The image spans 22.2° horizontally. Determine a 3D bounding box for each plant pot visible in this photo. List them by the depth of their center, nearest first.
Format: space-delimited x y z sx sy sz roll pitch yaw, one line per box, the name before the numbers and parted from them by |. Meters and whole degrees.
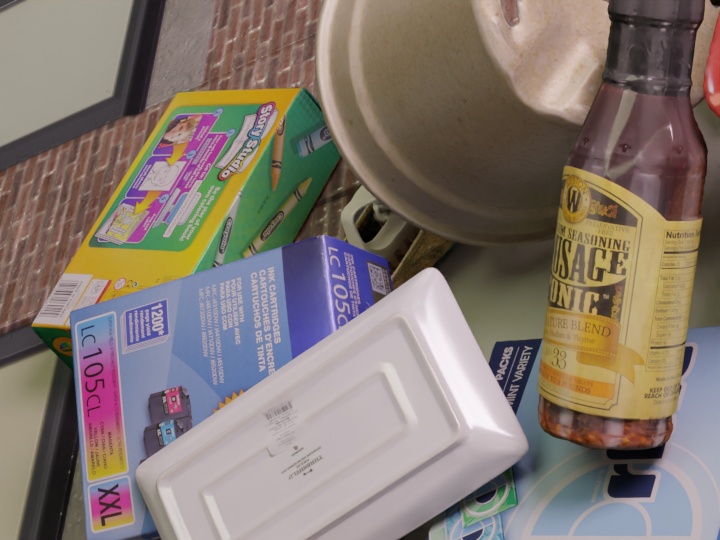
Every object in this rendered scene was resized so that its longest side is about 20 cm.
plant pot | 0.092 -0.120 0.914 0.201 0.200 0.183 -50 6 -12

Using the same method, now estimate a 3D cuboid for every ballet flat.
ballet flat | 0.000 0.000 1.038 0.071 0.071 0.200 22 68 49

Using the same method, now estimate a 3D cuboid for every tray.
tray | -0.023 0.092 0.889 0.200 0.022 0.108 -35 65 19

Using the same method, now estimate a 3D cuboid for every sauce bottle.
sauce bottle | 0.117 -0.024 0.802 0.066 0.066 0.201 14 104 47

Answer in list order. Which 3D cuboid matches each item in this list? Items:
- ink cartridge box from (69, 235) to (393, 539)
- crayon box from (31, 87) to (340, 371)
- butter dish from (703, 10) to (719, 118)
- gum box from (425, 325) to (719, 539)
ink cartridge box | -0.050 0.066 0.967 0.200 0.076 0.137 -16 71 26
crayon box | -0.106 -0.024 1.157 0.119 0.058 0.200 4 55 42
butter dish | 0.253 -0.080 0.850 0.199 0.148 0.200 19 57 4
gum box | 0.130 0.105 0.839 0.200 0.045 0.170 -6 48 36
